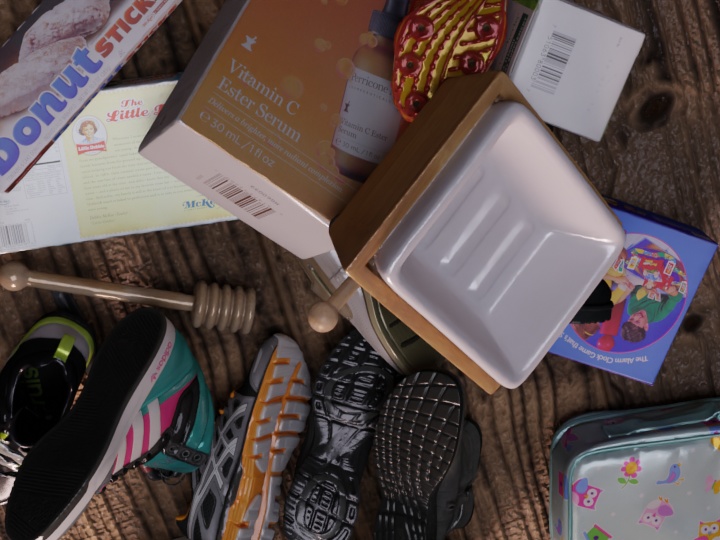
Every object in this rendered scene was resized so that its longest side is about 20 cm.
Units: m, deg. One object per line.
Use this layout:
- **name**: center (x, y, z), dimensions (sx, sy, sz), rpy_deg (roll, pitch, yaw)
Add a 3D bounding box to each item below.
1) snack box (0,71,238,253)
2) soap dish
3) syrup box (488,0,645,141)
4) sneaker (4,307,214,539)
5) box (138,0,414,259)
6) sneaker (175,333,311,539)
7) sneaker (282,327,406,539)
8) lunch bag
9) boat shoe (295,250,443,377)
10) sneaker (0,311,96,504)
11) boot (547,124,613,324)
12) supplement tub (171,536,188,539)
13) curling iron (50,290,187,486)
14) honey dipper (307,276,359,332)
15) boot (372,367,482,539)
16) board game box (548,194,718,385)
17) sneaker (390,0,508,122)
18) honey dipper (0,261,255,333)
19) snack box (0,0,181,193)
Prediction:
- **snack box**: center (-0.193, -0.086, 1.004), dimensions (0.199, 0.037, 0.117), rpy_deg (-8, 108, -5)
- **soap dish**: center (0.080, -0.023, 0.874), dimensions (0.158, 0.081, 0.200), rpy_deg (-52, 137, -3)
- **syrup box**: center (0.125, -0.162, 0.938), dimensions (0.081, 0.200, 0.079), rpy_deg (18, 105, -14)
- **sneaker**: center (-0.182, 0.141, 1.009), dimensions (0.200, 0.083, 0.121), rpy_deg (-58, 139, -17)
- **box**: center (-0.038, -0.135, 0.931), dimensions (0.152, 0.106, 0.201), rpy_deg (32, 72, -17)
- **sneaker**: center (-0.100, 0.147, 1.079), dimensions (0.077, 0.078, 0.201), rpy_deg (17, 89, 29)
- **sneaker**: center (-0.019, 0.136, 1.090), dimensions (0.076, 0.091, 0.201), rpy_deg (23, 82, -4)
- **lunch bag**: center (0.268, 0.194, 1.148), dimensions (0.199, 0.077, 0.161), rpy_deg (-7, 108, -6)
- **boat shoe**: center (0.000, 0.000, 1.045), dimensions (0.075, 0.068, 0.201), rpy_deg (-39, 107, -37)
- **sneaker**: center (-0.273, 0.119, 1.030), dimensions (0.071, 0.083, 0.200), rpy_deg (24, 115, -12)
- **boot**: center (0.122, -0.046, 0.999), dimensions (0.197, 0.073, 0.163), rpy_deg (6, 94, -26)
- **supplement tub**: center (-0.134, 0.322, 1.068), dimensions (0.145, 0.200, 0.146), rpy_deg (-3, 109, -8)
- **curling iron**: center (-0.200, 0.093, 1.075), dimensions (0.050, 0.026, 0.200), rpy_deg (-36, 106, -18)
- **honey dipper**: center (0.025, -0.024, 1.003), dimensions (0.038, 0.038, 0.200), rpy_deg (50, 62, -20)
- **boot**: center (0.064, 0.151, 1.083), dimensions (0.067, 0.131, 0.201), rpy_deg (18, 116, 21)
- **board game box**: center (0.178, 0.002, 1.085), dimensions (0.199, 0.045, 0.135), rpy_deg (18, 105, -14)
- **sneaker**: center (0.075, -0.193, 0.894), dimensions (0.073, 0.077, 0.201), rpy_deg (20, 89, 5)
- **honey dipper**: center (-0.184, 0.018, 1.032), dimensions (0.199, 0.038, 0.038), rpy_deg (9, 107, -12)
- **snack box**: center (-0.221, -0.155, 0.956), dimensions (0.072, 0.024, 0.200), rpy_deg (41, 86, -5)
